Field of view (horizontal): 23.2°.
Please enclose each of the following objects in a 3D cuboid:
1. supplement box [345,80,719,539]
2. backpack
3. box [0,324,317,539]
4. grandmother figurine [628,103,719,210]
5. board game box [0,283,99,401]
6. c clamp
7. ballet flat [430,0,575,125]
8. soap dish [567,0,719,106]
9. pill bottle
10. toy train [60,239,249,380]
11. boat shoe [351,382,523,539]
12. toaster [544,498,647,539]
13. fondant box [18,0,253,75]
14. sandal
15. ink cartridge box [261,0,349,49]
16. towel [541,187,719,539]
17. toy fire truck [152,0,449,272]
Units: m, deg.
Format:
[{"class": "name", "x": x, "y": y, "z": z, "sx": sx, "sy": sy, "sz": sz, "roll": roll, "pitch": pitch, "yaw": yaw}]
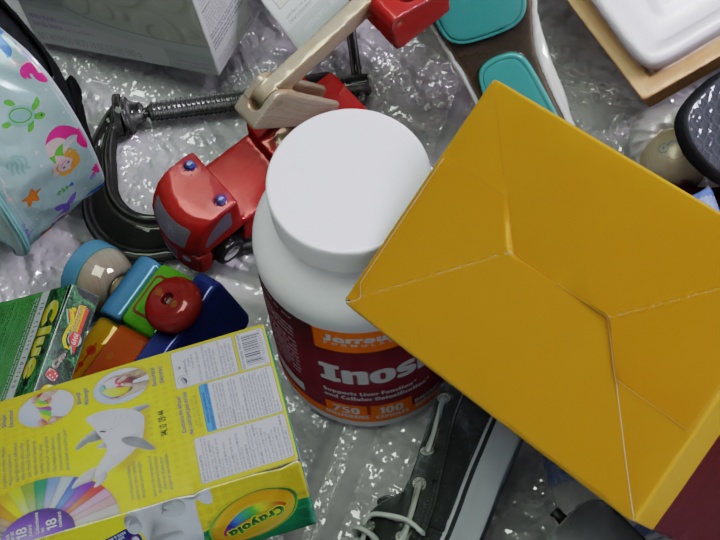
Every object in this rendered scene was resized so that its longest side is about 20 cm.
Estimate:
[{"class": "supplement box", "x": 0.141, "y": 0.036, "z": 0.872, "sx": 0.197, "sy": 0.200, "sz": 0.133, "roll": 36, "pitch": 94, "yaw": 38}, {"class": "backpack", "x": -0.252, "y": -0.100, "z": 1.050, "sx": 0.200, "sy": 0.178, "sz": 0.151, "roll": 37, "pitch": 73, "yaw": 22}, {"class": "box", "x": -0.129, "y": 0.101, "z": 0.854, "sx": 0.200, "sy": 0.048, "sz": 0.117, "roll": -15, "pitch": 34, "yaw": -3}, {"class": "grandmother figurine", "x": 0.204, "y": -0.009, "z": 1.041, "sx": 0.121, "sy": 0.061, "sz": 0.200, "roll": -8, "pitch": 65, "yaw": -10}, {"class": "board game box", "x": -0.205, "y": 0.107, "z": 0.959, "sx": 0.023, "sy": 0.105, "sz": 0.200, "roll": 27, "pitch": 69, "yaw": -28}, {"class": "c clamp", "x": -0.084, "y": -0.086, "z": 1.120, "sx": 0.200, "sy": 0.027, "sz": 0.171, "roll": -13, "pitch": 68, "yaw": -4}, {"class": "ballet flat", "x": 0.082, "y": -0.146, "z": 1.059, "sx": 0.069, "sy": 0.200, "sz": 0.069, "roll": -19, "pitch": 24, "yaw": 9}, {"class": "soap dish", "x": 0.187, "y": -0.208, "z": 1.083, "sx": 0.157, "sy": 0.081, "sz": 0.200, "roll": -30, "pitch": 65, "yaw": -3}, {"class": "pill bottle", "x": 0.000, "y": 0.000, "z": 0.969, "sx": 0.113, "sy": 0.200, "sz": 0.113, "roll": -2, "pitch": 63, "yaw": 4}, {"class": "toy train", "x": -0.164, "y": 0.079, "z": 1.017, "sx": 0.116, "sy": 0.085, "sz": 0.200, "roll": 26, "pitch": 74, "yaw": 33}, {"class": "boat shoe", "x": 0.029, "y": 0.149, "z": 0.962, "sx": 0.068, "sy": 0.074, "sz": 0.200, "roll": 22, "pitch": 67, "yaw": 9}, {"class": "toaster", "x": 0.080, "y": 0.236, "z": 0.861, "sx": 0.119, "sy": 0.200, "sz": 0.181, "roll": 41, "pitch": 65, "yaw": 18}, {"class": "fondant box", "x": -0.161, "y": -0.218, "z": 1.076, "sx": 0.144, "sy": 0.200, "sz": 0.058, "roll": 13, "pitch": 55, "yaw": 23}, {"class": "sandal", "x": 0.261, "y": -0.096, "z": 1.063, "sx": 0.200, "sy": 0.043, "sz": 0.076, "roll": -21, "pitch": 92, "yaw": -35}, {"class": "ink cartridge box", "x": -0.014, "y": -0.243, "z": 1.120, "sx": 0.162, "sy": 0.050, "sz": 0.200, "roll": -44, "pitch": 52, "yaw": 11}, {"class": "towel", "x": 0.160, "y": 0.065, "z": 0.990, "sx": 0.147, "sy": 0.024, "sz": 0.200, "roll": -24, "pitch": 60, "yaw": 23}, {"class": "toy fire truck", "x": -0.039, "y": -0.093, "z": 1.031, "sx": 0.200, "sy": 0.141, "sz": 0.049, "roll": -38, "pitch": 72, "yaw": -14}]
